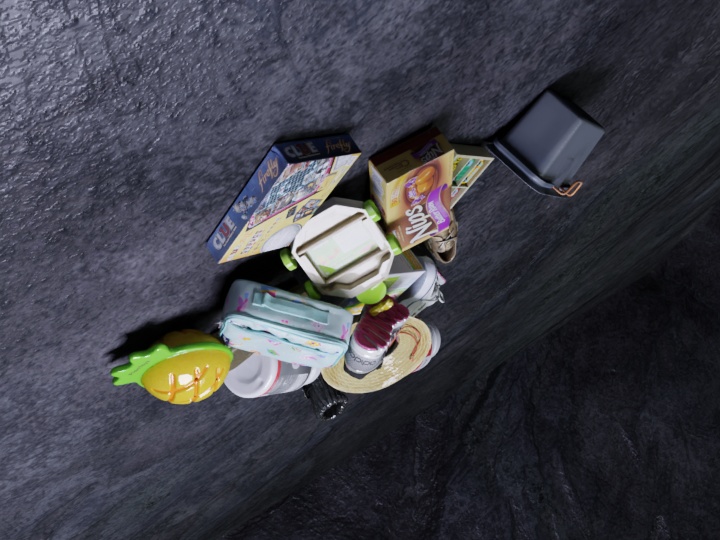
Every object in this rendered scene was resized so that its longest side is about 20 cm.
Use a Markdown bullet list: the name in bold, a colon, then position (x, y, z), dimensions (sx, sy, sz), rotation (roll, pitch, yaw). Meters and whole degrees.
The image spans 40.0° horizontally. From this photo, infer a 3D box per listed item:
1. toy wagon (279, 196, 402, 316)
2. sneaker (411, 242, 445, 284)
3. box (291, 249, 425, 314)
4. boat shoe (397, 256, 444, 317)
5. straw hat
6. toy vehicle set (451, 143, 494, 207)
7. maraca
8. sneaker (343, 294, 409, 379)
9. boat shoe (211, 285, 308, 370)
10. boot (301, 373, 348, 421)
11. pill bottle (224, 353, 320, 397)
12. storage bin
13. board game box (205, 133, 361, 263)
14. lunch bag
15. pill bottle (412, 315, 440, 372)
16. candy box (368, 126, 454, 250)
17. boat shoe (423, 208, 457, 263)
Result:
- **toy wagon**: position (-0.017, -0.014, 1.453), dimensions (0.154, 0.040, 0.201), rotation (-29, 125, 11)
- **sneaker**: position (0.088, -0.007, 1.838), dimensions (0.086, 0.081, 0.200), rotation (-32, 151, 13)
- **box**: position (0.000, 0.000, 1.616), dimensions (0.112, 0.102, 0.199), rotation (-44, 161, 26)
- **boat shoe**: position (0.111, 0.037, 1.758), dimensions (0.085, 0.075, 0.202), rotation (2, 151, -20)
- **straw hat**: position (0.017, 0.117, 1.721), dimensions (0.199, 0.086, 0.202), rotation (-11, 135, -11)
- **toy vehicle set**: position (0.119, -0.122, 1.607), dimensions (0.124, 0.027, 0.200), rotation (-6, 142, -54)
- **maraca**: position (-0.277, 0.142, 1.471), dimensions (0.137, 0.108, 0.199), rotation (-39, 152, 28)
- **sneaker**: position (0.018, 0.103, 1.538), dimensions (0.088, 0.073, 0.200), rotation (-62, 177, 27)
- **boat shoe**: position (-0.167, 0.083, 1.623), dimensions (0.200, 0.063, 0.073), rotation (-39, 152, -9)
- **boot**: position (-0.080, 0.226, 1.985), dimensions (0.079, 0.159, 0.211), rotation (-35, 163, 3)
- **pill bottle**: position (-0.151, 0.160, 1.745), dimensions (0.114, 0.114, 0.200), rotation (-40, 163, 18)
- **storage bin**: position (0.324, -0.208, 1.639), dimensions (0.135, 0.146, 0.199), rotation (-52, 159, 19)
- **board game box**: position (-0.101, -0.093, 1.283), dimensions (0.135, 0.035, 0.200), rotation (-17, 156, -47)
- **lunch bag**: position (-0.116, 0.083, 1.479), dimensions (0.198, 0.078, 0.160), rotation (15, 161, -10)
- **pill bottle**: position (0.070, 0.143, 1.869), dimensions (0.112, 0.113, 0.199), rotation (-43, 163, 28)
- **candy box**: position (0.075, -0.111, 1.473), dimensions (0.116, 0.057, 0.201), rotation (-27, 150, -14)
- **boat shoe**: position (0.149, -0.070, 1.775), dimensions (0.071, 0.065, 0.200), rotation (-34, 162, -3)
